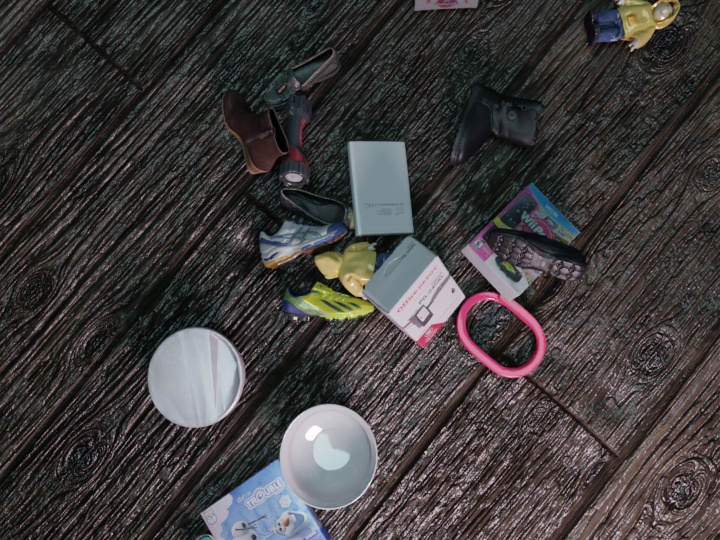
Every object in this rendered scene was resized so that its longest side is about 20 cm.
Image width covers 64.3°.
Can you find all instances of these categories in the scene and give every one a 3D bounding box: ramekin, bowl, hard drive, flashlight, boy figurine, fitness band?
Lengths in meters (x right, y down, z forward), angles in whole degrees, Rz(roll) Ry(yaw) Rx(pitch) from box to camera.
[{"bbox_3d":[-0.333,0.221,1.203,0.198,0.094,0.207,0,83,3],"label":"ramekin"},{"bbox_3d":[-0.062,0.372,1.174,0.197,0.090,0.205,0,84,2],"label":"bowl"},{"bbox_3d":[0.043,-0.178,1.244,0.129,0.027,0.204,-3,83,-18],"label":"hard drive"},{"bbox_3d":[-0.135,-0.282,1.247,0.067,0.068,0.203,7,66,-5],"label":"flashlight"},{"bbox_3d":[0.600,-0.544,1.257,0.196,0.064,0.127,-7,81,5],"label":"boy figurine"},{"bbox_3d":[0.295,0.133,1.212,0.199,0.037,0.144,40,90,7],"label":"fitness band"},{"bbox_3d":[0.000,0.000,1.217,0.196,0.065,0.127,3,71,6],"label":"boy figurine"}]

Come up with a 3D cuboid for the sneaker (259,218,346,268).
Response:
[{"bbox_3d":[-0.129,-0.078,1.231,0.197,0.075,0.090,-20,80,5],"label":"sneaker"}]

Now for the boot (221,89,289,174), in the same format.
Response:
[{"bbox_3d":[-0.220,-0.317,1.222,0.072,0.165,0.203,-21,92,-35],"label":"boot"}]

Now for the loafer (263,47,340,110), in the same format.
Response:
[{"bbox_3d":[-0.136,-0.436,1.281,0.198,0.063,0.072,-33,83,-1],"label":"loafer"}]

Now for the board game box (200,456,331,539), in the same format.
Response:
[{"bbox_3d":[-0.196,0.529,1.187,0.199,0.043,0.201,-35,82,-1],"label":"board game box"}]

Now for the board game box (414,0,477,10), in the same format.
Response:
[{"bbox_3d":[0.190,-0.698,1.287,0.145,0.064,0.204,-2,84,3],"label":"board game box"}]

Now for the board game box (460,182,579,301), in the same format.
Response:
[{"bbox_3d":[0.333,-0.060,1.200,0.200,0.064,0.148,-42,84,-14],"label":"board game box"}]

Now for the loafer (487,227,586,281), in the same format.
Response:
[{"bbox_3d":[0.348,-0.039,1.137,0.197,0.071,0.069,20,129,6],"label":"loafer"}]

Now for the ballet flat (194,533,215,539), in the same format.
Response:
[{"bbox_3d":[-0.288,0.637,1.173,0.069,0.069,0.202,-29,82,-1],"label":"ballet flat"}]

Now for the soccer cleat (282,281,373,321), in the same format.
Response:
[{"bbox_3d":[-0.070,0.065,1.221,0.196,0.065,0.085,0,86,4],"label":"soccer cleat"}]

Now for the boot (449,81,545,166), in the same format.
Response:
[{"bbox_3d":[0.296,-0.297,1.237,0.166,0.077,0.203,21,79,9],"label":"boot"}]

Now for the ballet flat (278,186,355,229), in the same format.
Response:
[{"bbox_3d":[-0.086,-0.133,1.248,0.196,0.057,0.068,16,85,4],"label":"ballet flat"}]

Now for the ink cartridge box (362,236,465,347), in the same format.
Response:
[{"bbox_3d":[0.111,0.047,1.141,0.146,0.200,0.083,-49,54,-3],"label":"ink cartridge box"}]
